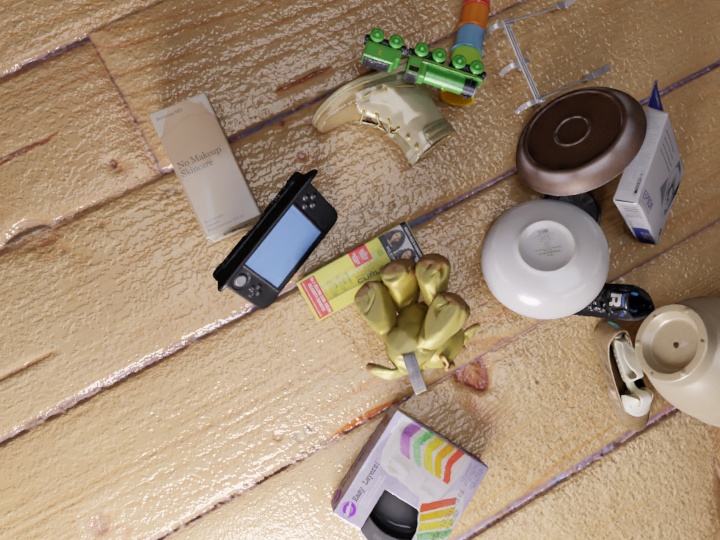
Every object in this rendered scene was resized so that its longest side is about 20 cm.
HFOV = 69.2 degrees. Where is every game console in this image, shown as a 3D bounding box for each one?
[{"bbox_3d":[-0.108,-0.034,0.751,0.200,0.116,0.176,-51,138,-5],"label":"game console"}]

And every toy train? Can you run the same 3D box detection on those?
[{"bbox_3d":[0.096,-0.314,0.802,0.199,0.042,0.057,17,81,-3],"label":"toy train"}]

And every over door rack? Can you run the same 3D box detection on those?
[{"bbox_3d":[0.308,-0.361,0.877,0.200,0.067,0.148,-28,97,-20],"label":"over door rack"}]

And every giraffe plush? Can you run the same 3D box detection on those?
[{"bbox_3d":[0.104,0.090,0.798,0.172,0.162,0.201,-12,71,28],"label":"giraffe plush"}]

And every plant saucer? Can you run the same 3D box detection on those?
[{"bbox_3d":[0.336,-0.212,0.820,0.032,0.200,0.201,36,83,-45],"label":"plant saucer"}]

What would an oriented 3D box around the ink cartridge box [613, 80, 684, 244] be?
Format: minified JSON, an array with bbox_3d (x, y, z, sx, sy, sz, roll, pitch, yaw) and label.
[{"bbox_3d":[0.478,-0.165,0.842,0.199,0.041,0.201,24,85,-50],"label":"ink cartridge box"}]

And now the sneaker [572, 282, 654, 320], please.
[{"bbox_3d":[0.377,0.040,0.849,0.199,0.112,0.073,6,87,-7],"label":"sneaker"}]

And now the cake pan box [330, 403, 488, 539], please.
[{"bbox_3d":[0.076,0.348,0.837,0.184,0.052,0.200,35,85,-3],"label":"cake pan box"}]

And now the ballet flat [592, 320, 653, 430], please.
[{"bbox_3d":[0.450,0.181,0.874,0.068,0.072,0.201,-16,91,-7],"label":"ballet flat"}]

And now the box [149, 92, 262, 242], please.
[{"bbox_3d":[-0.231,-0.153,0.798,0.095,0.078,0.200,-26,92,-7],"label":"box"}]

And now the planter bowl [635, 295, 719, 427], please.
[{"bbox_3d":[0.513,0.124,0.791,0.134,0.200,0.201,18,86,-18],"label":"planter bowl"}]

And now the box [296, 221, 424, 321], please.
[{"bbox_3d":[0.000,0.000,0.836,0.200,0.050,0.075,-28,93,-6],"label":"box"}]

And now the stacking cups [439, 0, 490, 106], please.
[{"bbox_3d":[0.179,-0.379,0.870,0.060,0.061,0.201,14,82,-6],"label":"stacking cups"}]

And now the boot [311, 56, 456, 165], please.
[{"bbox_3d":[0.039,-0.232,0.834,0.200,0.073,0.156,-30,88,-13],"label":"boot"}]

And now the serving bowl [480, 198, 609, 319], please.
[{"bbox_3d":[0.291,-0.028,0.824,0.199,0.066,0.201,-5,71,13],"label":"serving bowl"}]

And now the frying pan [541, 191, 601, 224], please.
[{"bbox_3d":[0.331,-0.083,0.891,0.190,0.031,0.115,-27,90,-10],"label":"frying pan"}]
